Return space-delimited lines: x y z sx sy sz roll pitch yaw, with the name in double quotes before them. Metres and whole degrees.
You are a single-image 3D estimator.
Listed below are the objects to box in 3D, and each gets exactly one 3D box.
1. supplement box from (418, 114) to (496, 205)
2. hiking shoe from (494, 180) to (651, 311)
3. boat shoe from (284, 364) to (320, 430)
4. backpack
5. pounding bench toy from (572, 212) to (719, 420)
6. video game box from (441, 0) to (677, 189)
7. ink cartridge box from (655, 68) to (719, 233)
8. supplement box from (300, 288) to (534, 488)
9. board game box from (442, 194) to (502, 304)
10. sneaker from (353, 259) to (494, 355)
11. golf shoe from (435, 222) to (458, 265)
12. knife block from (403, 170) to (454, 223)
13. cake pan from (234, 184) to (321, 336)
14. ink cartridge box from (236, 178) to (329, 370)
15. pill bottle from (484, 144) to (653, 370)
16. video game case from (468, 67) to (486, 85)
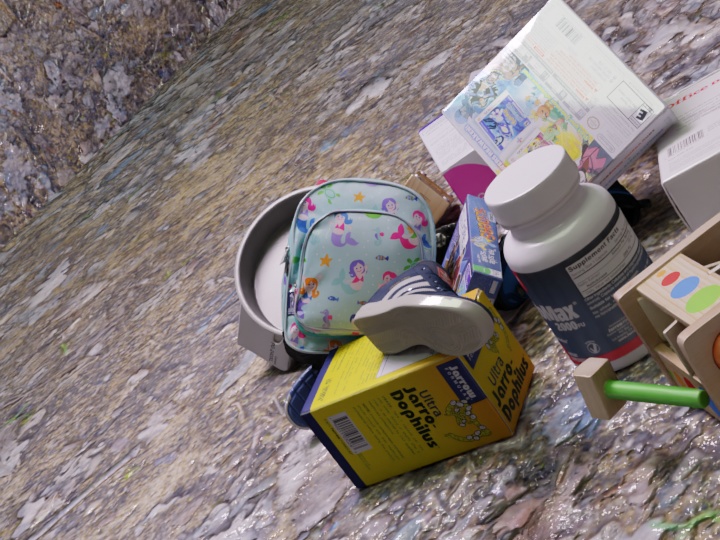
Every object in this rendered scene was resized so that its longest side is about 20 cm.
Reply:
"supplement box" 0.155 -0.145 2.017 0.103 0.102 0.200 -35 19 5
"hiking shoe" 0.217 -0.028 1.689 0.200 0.074 0.087 -45 31 -1
"boat shoe" -0.007 0.109 1.776 0.199 0.073 0.072 -37 8 -11
"backpack" 0.000 0.000 1.686 0.151 0.175 0.202 102 173 -73
"pounding bench toy" 0.284 0.073 1.265 0.199 0.125 0.156 -37 20 -1
"video game box" 0.212 -0.167 1.680 0.182 0.047 0.200 -43 60 9
"ink cartridge box" 0.389 -0.136 1.626 0.145 0.085 0.201 -29 23 21
"supplement box" 0.058 0.121 1.562 0.199 0.110 0.109 -24 24 33
"board game box" 0.113 0.019 1.696 0.201 0.034 0.137 -85 12 -63
"sneaker" 0.070 0.028 1.474 0.085 0.075 0.199 -51 24 -23
"golf shoe" 0.067 0.003 1.871 0.199 0.078 0.088 -36 14 0
"knife block" 0.043 -0.040 2.005 0.176 0.064 0.200 -52 -1 8
"cake pan" -0.051 -0.005 1.836 0.198 0.037 0.202 -8 62 15
"ink cartridge box" -0.072 0.005 1.982 0.200 0.083 0.146 -52 -18 -39
"pill bottle" 0.206 -0.013 1.479 0.119 0.201 0.120 -31 19 12
"video game case" 0.257 -0.199 1.836 0.181 0.199 0.022 -11 56 50
